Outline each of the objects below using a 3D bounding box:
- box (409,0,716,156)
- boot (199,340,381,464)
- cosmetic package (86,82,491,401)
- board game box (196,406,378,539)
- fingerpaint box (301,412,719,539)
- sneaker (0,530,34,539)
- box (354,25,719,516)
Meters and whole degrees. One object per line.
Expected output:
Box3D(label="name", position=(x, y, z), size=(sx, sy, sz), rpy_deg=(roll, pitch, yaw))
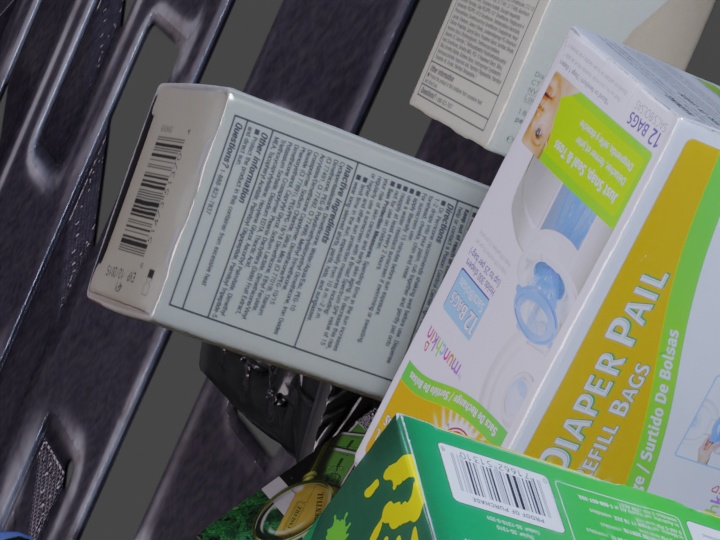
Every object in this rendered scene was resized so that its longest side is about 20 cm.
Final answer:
Box3D(label="box", position=(0.106, -0.142, 1.086), size=(0.200, 0.078, 0.095), rpy_deg=(-66, 26, 9))
Box3D(label="boot", position=(-0.013, 0.012, 1.239), size=(0.165, 0.066, 0.200), rpy_deg=(-64, 22, 9))
Box3D(label="cosmetic package", position=(0.000, 0.000, 1.056), size=(0.087, 0.200, 0.103), rpy_deg=(14, 83, 65))
Box3D(label="board game box", position=(0.009, 0.132, 1.061), size=(0.105, 0.023, 0.200), rpy_deg=(-38, 31, -7))
Box3D(label="fingerpaint box", position=(0.060, 0.153, 0.831), size=(0.167, 0.200, 0.073), rpy_deg=(-54, 31, 29))
Box3D(label="sneaker", position=(-0.201, 0.245, 1.437), size=(0.078, 0.070, 0.200), rpy_deg=(-21, 61, 53))
Box3D(label="box", position=(0.096, 0.027, 0.961), size=(0.200, 0.101, 0.112), rpy_deg=(-63, 26, 14))
